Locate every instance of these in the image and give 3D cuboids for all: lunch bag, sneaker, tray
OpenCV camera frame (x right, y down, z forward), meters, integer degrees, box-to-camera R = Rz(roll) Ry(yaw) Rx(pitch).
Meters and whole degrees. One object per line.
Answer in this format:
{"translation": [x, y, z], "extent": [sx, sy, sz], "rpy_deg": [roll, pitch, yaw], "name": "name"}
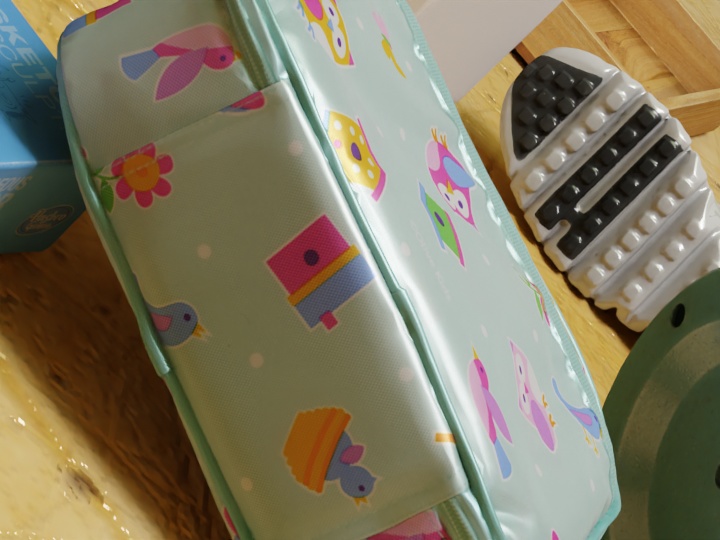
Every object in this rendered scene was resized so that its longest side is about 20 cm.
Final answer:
{"translation": [0.000, 0.000, 0.752], "extent": [0.201, 0.077, 0.160], "rpy_deg": [66, 20, 0], "name": "lunch bag"}
{"translation": [0.129, -0.003, 1.106], "extent": [0.200, 0.075, 0.081], "rpy_deg": [52, 7, 7], "name": "sneaker"}
{"translation": [0.128, -0.109, 1.331], "extent": [0.099, 0.037, 0.200], "rpy_deg": [50, 20, 9], "name": "tray"}

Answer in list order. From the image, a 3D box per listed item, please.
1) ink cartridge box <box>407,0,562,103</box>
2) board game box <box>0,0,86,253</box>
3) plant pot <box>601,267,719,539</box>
{"translation": [0.014, -0.191, 1.095], "extent": [0.084, 0.146, 0.200], "rpy_deg": [9, 43, -58], "name": "ink cartridge box"}
{"translation": [-0.164, -0.090, 0.703], "extent": [0.200, 0.040, 0.153], "rpy_deg": [52, 20, 12], "name": "board game box"}
{"translation": [0.180, 0.087, 0.877], "extent": [0.187, 0.200, 0.200], "rpy_deg": [17, 32, -26], "name": "plant pot"}
